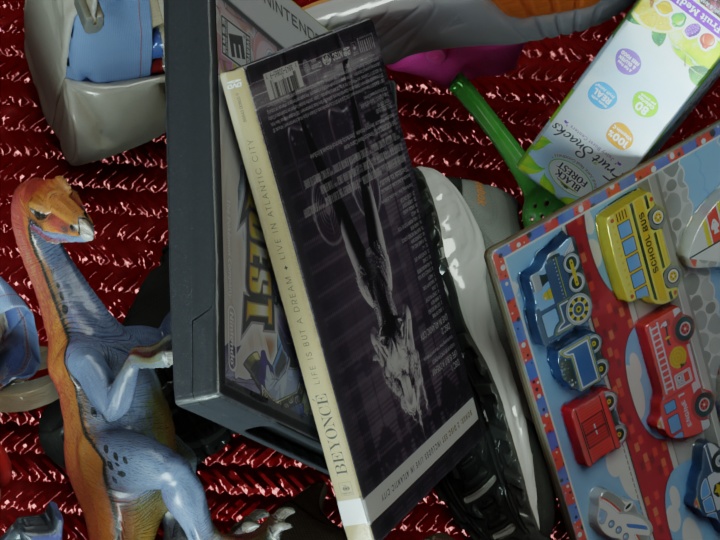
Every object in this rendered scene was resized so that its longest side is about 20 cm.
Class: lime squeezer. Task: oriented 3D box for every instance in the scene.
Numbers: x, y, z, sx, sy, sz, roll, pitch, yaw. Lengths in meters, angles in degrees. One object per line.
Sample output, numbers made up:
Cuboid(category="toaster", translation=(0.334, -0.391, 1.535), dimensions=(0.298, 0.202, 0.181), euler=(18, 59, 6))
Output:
Cuboid(category="lime squeezer", translation=(0.116, -0.017, 1.139), dimensions=(0.200, 0.071, 0.038), euler=(38, 101, -8))

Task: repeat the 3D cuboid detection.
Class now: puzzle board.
Cuboid(category="puzzle board", translation=(0.146, 0.048, 1.076), dimensions=(0.151, 0.017, 0.200), euler=(-28, 114, -25))

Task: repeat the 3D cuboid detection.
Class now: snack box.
Cuboid(category="snack box", translation=(0.161, -0.118, 1.130), dimensions=(0.053, 0.142, 0.200), euler=(37, 30, 5))

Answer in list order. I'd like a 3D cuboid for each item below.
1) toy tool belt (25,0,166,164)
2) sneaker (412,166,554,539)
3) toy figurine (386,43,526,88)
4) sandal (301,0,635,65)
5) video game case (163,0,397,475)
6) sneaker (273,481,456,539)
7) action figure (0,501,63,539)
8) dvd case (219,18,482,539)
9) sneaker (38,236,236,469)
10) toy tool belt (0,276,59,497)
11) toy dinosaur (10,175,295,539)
Cuboid(category="toy tool belt", translation=(-0.091, -0.141, 1.090), dimensions=(0.123, 0.200, 0.125), euler=(-14, 63, -19))
Cuboid(category="sneaker", translation=(0.067, 0.040, 1.108), dimensions=(0.079, 0.074, 0.201), euler=(2, 63, -30))
Cuboid(category="toy figurine", translation=(0.065, -0.180, 1.202), dimensions=(0.184, 0.200, 0.150), euler=(-47, 115, -11))
Cuboid(category="sandal", translation=(0.048, -0.143, 1.082), dimensions=(0.206, 0.079, 0.059), euler=(-12, 70, -19))
Cuboid(category="video game case", translation=(-0.027, -0.019, 0.975), dimensions=(0.025, 0.181, 0.201), euler=(-12, 68, 23))
Cuboid(category="sneaker", translation=(0.047, 0.157, 1.038), dimensions=(0.200, 0.070, 0.076), euler=(24, 58, 1))
Cuboid(category="action figure", translation=(-0.173, 0.165, 0.951), dimensions=(0.193, 0.200, 0.105), euler=(10, 21, -15))
Cuboid(category="dvd case", translation=(0.000, 0.000, 0.977), dimensions=(0.016, 0.149, 0.200), euler=(-12, 99, 23))
Cuboid(category="sneaker", translation=(-0.074, 0.024, 1.092), dimensions=(0.200, 0.076, 0.091), euler=(-34, 52, -21))
Cuboid(category="toy tool belt", translation=(-0.193, 0.024, 1.024), dimensions=(0.123, 0.125, 0.200), euler=(-32, 56, -29))
Cuboid(category="toy dinosaur", translation=(-0.107, 0.056, 0.974), dimensions=(0.181, 0.105, 0.200), euler=(45, 86, -7))
